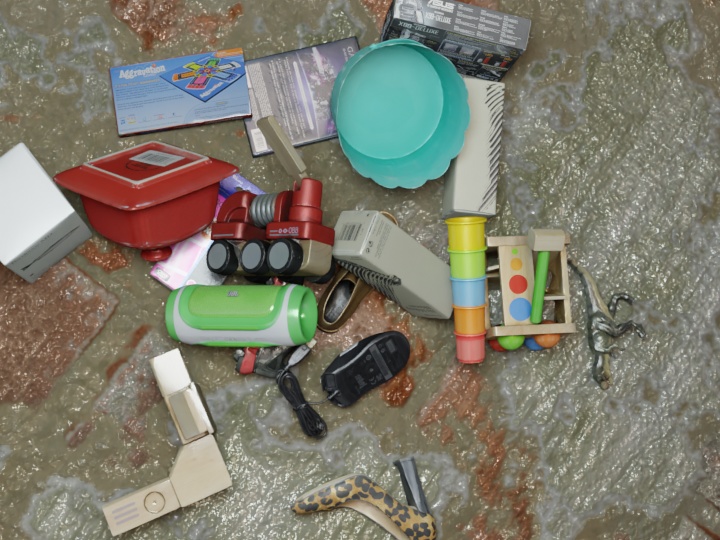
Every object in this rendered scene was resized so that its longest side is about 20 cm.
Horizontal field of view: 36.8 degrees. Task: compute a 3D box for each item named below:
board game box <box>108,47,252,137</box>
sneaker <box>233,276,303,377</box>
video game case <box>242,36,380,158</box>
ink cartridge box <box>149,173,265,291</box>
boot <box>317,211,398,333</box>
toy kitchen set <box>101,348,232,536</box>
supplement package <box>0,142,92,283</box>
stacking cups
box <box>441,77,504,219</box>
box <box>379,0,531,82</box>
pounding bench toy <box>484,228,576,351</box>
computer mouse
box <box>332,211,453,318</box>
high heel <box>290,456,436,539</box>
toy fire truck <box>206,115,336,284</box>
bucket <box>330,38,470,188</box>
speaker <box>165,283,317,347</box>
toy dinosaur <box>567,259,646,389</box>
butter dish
[{"bbox_3d":[-0.264,-0.262,1.592,0.197,0.019,0.104,-9,85,-2],"label":"board game box"},{"bbox_3d":[-0.107,0.064,1.553,0.097,0.071,0.202,22,83,-4],"label":"sneaker"},{"bbox_3d":[-0.083,-0.261,1.625,0.198,0.019,0.145,-14,85,-10],"label":"video game case"},{"bbox_3d":[-0.211,-0.047,1.574,0.094,0.037,0.201,34,78,-2],"label":"ink cartridge box"},{"bbox_3d":[0.000,0.000,1.574,0.073,0.075,0.201,30,79,0],"label":"boot"},{"bbox_3d":[-0.286,0.230,1.462,0.179,0.163,0.202,-22,85,-9],"label":"toy kitchen set"},{"bbox_3d":[-0.451,-0.072,1.460,0.117,0.200,0.118,-39,89,-10],"label":"supplement package"},{"bbox_3d":[0.149,0.028,1.511,0.060,0.061,0.203,-3,98,-8],"label":"stacking cups"},{"bbox_3d":[0.168,-0.178,1.615,0.068,0.082,0.203,6,83,-8],"label":"box"},{"bbox_3d":[0.133,-0.343,1.593,0.198,0.158,0.050,13,81,-5],"label":"box"},{"bbox_3d":[0.237,0.032,1.535,0.123,0.200,0.158,-2,82,-8],"label":"pounding bench toy"},{"bbox_3d":[-0.032,0.131,1.547,0.199,0.046,0.141,-39,120,-8],"label":"computer mouse"},{"bbox_3d":[0.050,-0.007,1.521,0.199,0.082,0.069,35,70,-36],"label":"box"},{"bbox_3d":[0.009,0.357,1.527,0.198,0.071,0.144,-13,78,-18],"label":"high heel"},{"bbox_3d":[-0.123,-0.091,1.457,0.128,0.175,0.203,16,78,-51],"label":"toy fire truck"},{"bbox_3d":[0.052,-0.231,1.548,0.204,0.135,0.210,-3,109,-8],"label":"bucket"},{"bbox_3d":[-0.163,0.060,1.478,0.198,0.088,0.090,0,82,19],"label":"speaker"},{"bbox_3d":[0.374,0.073,1.628,0.087,0.047,0.202,-10,81,-2],"label":"toy dinosaur"},{"bbox_3d":[-0.290,-0.084,1.501,0.199,0.199,0.149,-27,124,-41],"label":"butter dish"}]
